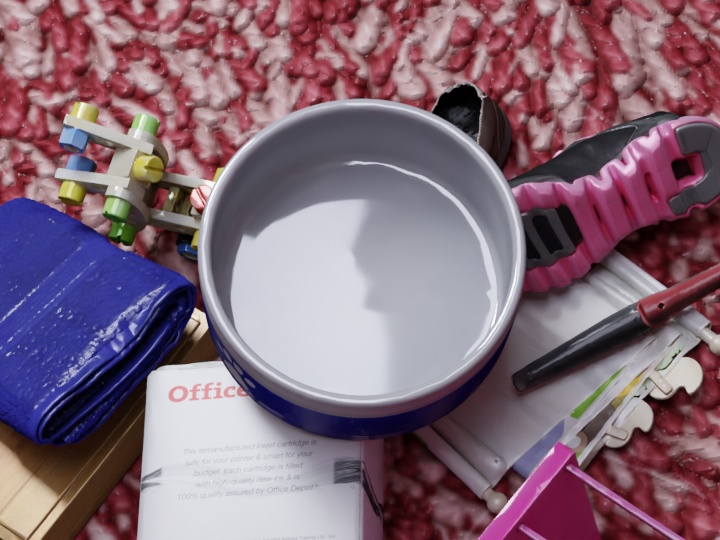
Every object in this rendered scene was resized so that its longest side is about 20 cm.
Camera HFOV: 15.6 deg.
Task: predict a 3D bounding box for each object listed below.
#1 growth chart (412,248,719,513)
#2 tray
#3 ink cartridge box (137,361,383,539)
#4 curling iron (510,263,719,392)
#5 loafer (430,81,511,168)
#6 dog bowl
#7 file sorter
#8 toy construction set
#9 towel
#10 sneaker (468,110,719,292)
[{"bbox_3d":[0.126,0.068,1.691,0.200,0.018,0.145,-36,59,-8],"label":"growth chart"},{"bbox_3d":[-0.189,0.094,1.744,0.099,0.037,0.200,29,70,27],"label":"tray"},{"bbox_3d":[-0.061,0.160,1.643,0.146,0.084,0.200,-4,58,10],"label":"ink cartridge box"},{"bbox_3d":[0.189,0.033,1.672,0.200,0.026,0.050,-20,53,0],"label":"curling iron"},{"bbox_3d":[0.042,-0.044,1.746,0.073,0.071,0.200,9,63,19],"label":"loafer"},{"bbox_3d":[0.000,0.000,1.614,0.199,0.079,0.201,1,70,-2],"label":"dog bowl"},{"bbox_3d":[0.111,0.234,1.525,0.125,0.139,0.200,33,72,27],"label":"file sorter"},{"bbox_3d":[-0.101,-0.041,1.744,0.200,0.131,0.092,27,79,24],"label":"toy construction set"},{"bbox_3d":[-0.212,0.035,1.740,0.148,0.050,0.200,-44,44,-19],"label":"towel"},{"bbox_3d":[0.143,-0.052,1.726,0.200,0.079,0.095,-22,26,-7],"label":"sneaker"}]
